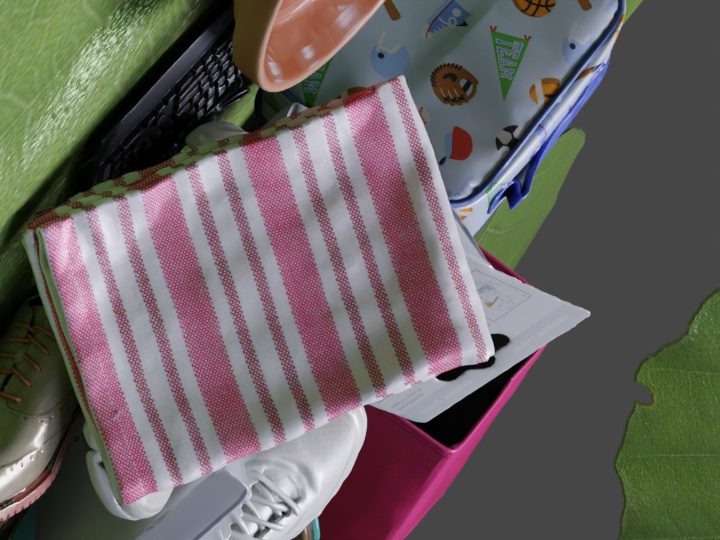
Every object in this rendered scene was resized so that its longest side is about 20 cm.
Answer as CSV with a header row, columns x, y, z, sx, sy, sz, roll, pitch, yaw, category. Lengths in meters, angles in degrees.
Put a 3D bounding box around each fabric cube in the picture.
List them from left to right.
x,y,z,sx,sy,sz,roll,pitch,yaw,category
-0.016,0.080,1.908,0.200,0.196,0.200,-45,171,-51,fabric cube

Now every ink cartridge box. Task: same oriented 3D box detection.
x,y,z,sx,sy,sz,roll,pitch,yaw,category
0.000,0.000,1.503,0.162,0.199,0.050,-37,-141,46,ink cartridge box

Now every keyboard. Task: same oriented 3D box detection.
x,y,z,sx,sy,sz,roll,pitch,yaw,category
-0.077,-0.091,1.399,0.200,0.021,0.127,-49,171,-27,keyboard

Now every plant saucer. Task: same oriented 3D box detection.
x,y,z,sx,sy,sz,roll,pitch,yaw,category
0.006,-0.168,1.226,0.201,0.032,0.200,-51,170,-13,plant saucer

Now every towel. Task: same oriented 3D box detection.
x,y,z,sx,sy,sz,roll,pitch,yaw,category
-0.045,0.009,1.319,0.199,0.147,0.030,-21,-169,-10,towel

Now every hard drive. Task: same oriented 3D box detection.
x,y,z,sx,sy,sz,roll,pitch,yaw,category
-0.123,0.100,1.510,0.132,0.027,0.200,-41,-154,13,hard drive

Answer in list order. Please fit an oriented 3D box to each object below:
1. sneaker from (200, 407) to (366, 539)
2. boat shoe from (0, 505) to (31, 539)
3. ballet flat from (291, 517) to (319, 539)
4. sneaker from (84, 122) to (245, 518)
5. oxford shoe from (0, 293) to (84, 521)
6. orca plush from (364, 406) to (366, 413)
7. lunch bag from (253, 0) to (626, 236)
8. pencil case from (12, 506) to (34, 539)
x,y,z,sx,sy,sz,roll,pitch,yaw,category
-0.069,0.140,1.475,0.200,0.075,0.081,-46,-164,4,sneaker
-0.216,0.180,1.518,0.072,0.072,0.200,-44,173,-49,boat shoe
-0.071,0.069,1.621,0.072,0.201,0.068,-10,-165,-12,ballet flat
-0.075,0.032,1.374,0.075,0.081,0.201,-3,114,-70,sneaker
-0.170,0.055,1.385,0.200,0.070,0.074,-51,152,-44,oxford shoe
-0.074,0.136,1.541,0.199,0.071,0.105,-28,162,-4,orca plush
0.046,-0.109,1.536,0.200,0.160,0.076,-51,172,-25,lunch bag
-0.156,0.124,1.654,0.092,0.085,0.200,7,-132,48,pencil case
